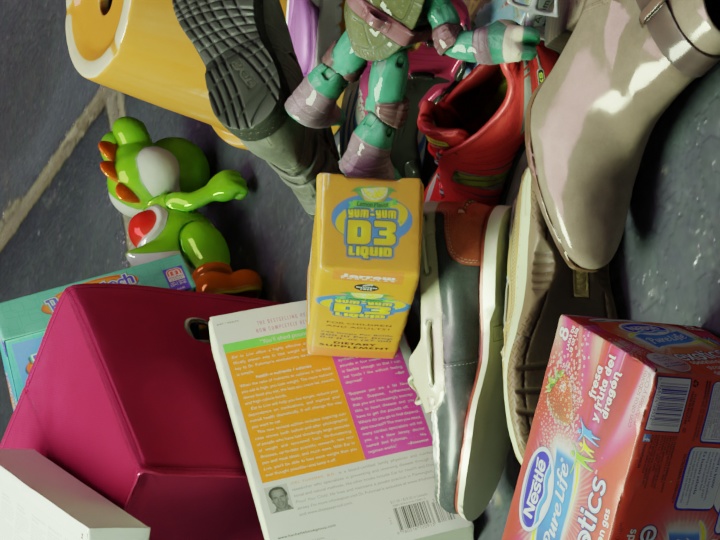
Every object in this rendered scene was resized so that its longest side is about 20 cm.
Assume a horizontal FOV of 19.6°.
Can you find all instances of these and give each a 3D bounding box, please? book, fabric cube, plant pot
[{"bbox_3d":[-0.015,0.109,1.404,0.048,0.133,0.201,89,166,-52],"label":"book"},{"bbox_3d":[-0.134,0.152,1.535,0.201,0.195,0.200,-65,35,29],"label":"fabric cube"},{"bbox_3d":[-0.115,-0.196,1.570,0.200,0.182,0.202,-16,72,58],"label":"plant pot"}]

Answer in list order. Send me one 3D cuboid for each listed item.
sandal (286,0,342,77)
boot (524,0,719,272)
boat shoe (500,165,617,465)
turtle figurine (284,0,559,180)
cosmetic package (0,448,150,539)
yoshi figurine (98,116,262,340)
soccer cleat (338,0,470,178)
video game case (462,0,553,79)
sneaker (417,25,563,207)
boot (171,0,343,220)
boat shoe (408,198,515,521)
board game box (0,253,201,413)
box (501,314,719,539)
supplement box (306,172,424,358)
[{"bbox_3d":[-0.047,-0.218,1.446,0.082,0.049,0.204,-153,55,-62],"label":"sandal"},{"bbox_3d":[0.163,-0.113,1.198,0.146,0.070,0.201,-25,64,53],"label":"boot"},{"bbox_3d":[0.116,0.030,1.267,0.076,0.071,0.201,145,135,-67],"label":"boat shoe"},{"bbox_3d":[0.031,-0.157,1.267,0.201,0.100,0.150,-59,36,26],"label":"turtle figurine"},{"bbox_3d":[-0.208,0.185,1.419,0.200,0.050,0.083,21,106,57],"label":"cosmetic package"},{"bbox_3d":[-0.141,-0.042,1.707,0.201,0.112,0.112,61,178,24],"label":"yoshi figurine"},{"bbox_3d":[0.019,-0.126,1.415,0.201,0.069,0.087,108,149,-44],"label":"soccer cleat"},{"bbox_3d":[0.086,-0.240,1.393,0.183,0.022,0.201,-63,37,33],"label":"video game case"},{"bbox_3d":[0.068,-0.082,1.336,0.201,0.084,0.077,-60,38,35],"label":"sneaker"},{"bbox_3d":[-0.064,-0.134,1.418,0.067,0.131,0.201,-23,54,13],"label":"boot"},{"bbox_3d":[0.061,0.055,1.316,0.062,0.071,0.202,5,94,23],"label":"boat shoe"},{"bbox_3d":[-0.196,0.092,1.624,0.045,0.151,0.201,-119,20,-45],"label":"board game box"},{"bbox_3d":[0.148,0.134,1.148,0.095,0.099,0.201,34,115,56],"label":"box"},{"bbox_3d":[0.000,0.000,1.335,0.200,0.066,0.069,98,175,-71],"label":"supplement box"}]
